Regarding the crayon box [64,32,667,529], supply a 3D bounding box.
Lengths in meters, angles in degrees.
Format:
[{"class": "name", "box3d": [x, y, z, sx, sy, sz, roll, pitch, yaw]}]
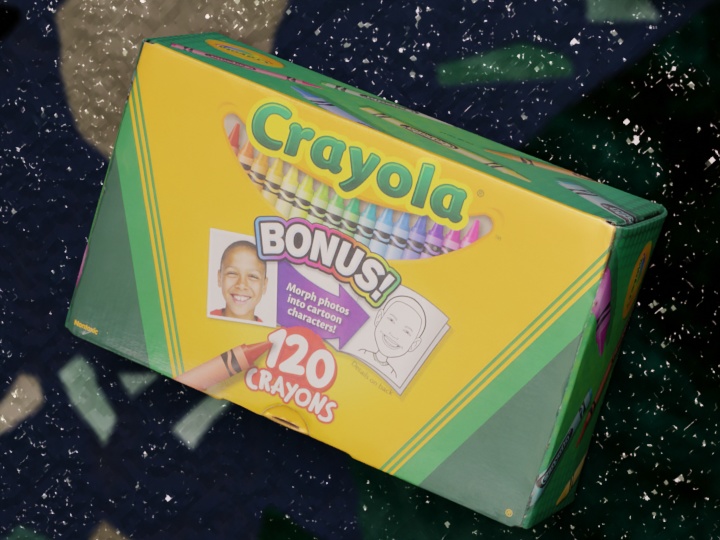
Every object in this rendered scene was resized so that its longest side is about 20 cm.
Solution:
[{"class": "crayon box", "box3d": [0.000, 0.000, 1.067, 0.200, 0.058, 0.119, 22, 106, 21]}]
